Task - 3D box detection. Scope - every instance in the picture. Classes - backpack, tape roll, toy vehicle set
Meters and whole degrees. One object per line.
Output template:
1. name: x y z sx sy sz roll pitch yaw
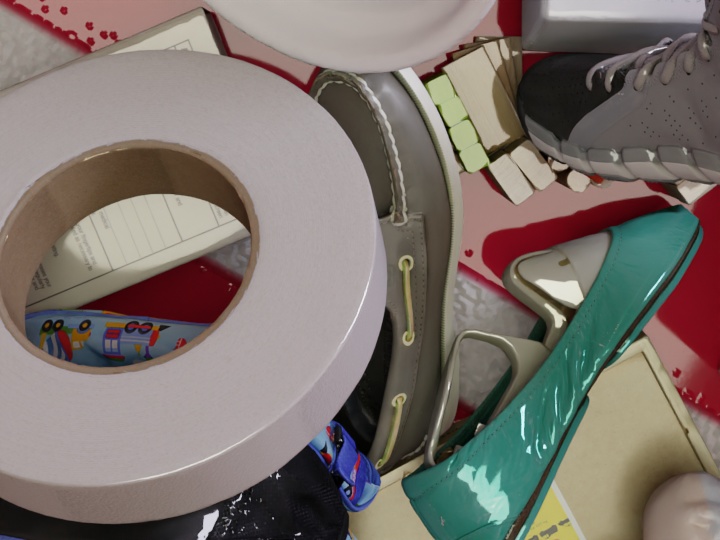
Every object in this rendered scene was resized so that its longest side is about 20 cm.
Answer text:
1. backpack: -0.074 0.125 0.798 0.182 0.200 0.135 1 55 33
2. tape roll: -0.090 0.002 0.719 0.202 0.037 0.204 -4 58 7
3. toy vehicle set: 0.076 0.129 0.876 0.199 0.027 0.125 -28 97 1

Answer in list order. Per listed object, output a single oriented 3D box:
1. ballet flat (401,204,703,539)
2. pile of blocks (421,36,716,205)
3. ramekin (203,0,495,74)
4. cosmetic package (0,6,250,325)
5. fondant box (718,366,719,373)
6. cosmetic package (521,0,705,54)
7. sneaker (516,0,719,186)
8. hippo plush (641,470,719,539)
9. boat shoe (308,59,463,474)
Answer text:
1. ballet flat: 0.082 0.034 0.819 0.070 0.067 0.200 36 72 -8
2. pile of blocks: 0.084 -0.067 0.836 0.199 0.062 0.083 -3 97 -2
3. ramekin: -0.002 -0.189 0.734 0.201 0.200 0.098 50 50 -6
4. cosmetic package: -0.141 -0.034 0.826 0.199 0.073 0.104 -21 97 0
5. fondant box: 0.227 0.004 0.779 0.058 0.200 0.145 18 96 -6
6. cosmetic package: 0.175 -0.150 0.815 0.199 0.071 0.102 2 85 -3
7. sneaker: 0.137 -0.091 0.723 0.075 0.199 0.116 -40 129 -30
8. hippo plush: 0.208 0.192 0.806 0.199 0.161 0.160 5 113 -15
9. boat shoe: 0.002 0.001 0.807 0.072 0.060 0.203 14 123 34
